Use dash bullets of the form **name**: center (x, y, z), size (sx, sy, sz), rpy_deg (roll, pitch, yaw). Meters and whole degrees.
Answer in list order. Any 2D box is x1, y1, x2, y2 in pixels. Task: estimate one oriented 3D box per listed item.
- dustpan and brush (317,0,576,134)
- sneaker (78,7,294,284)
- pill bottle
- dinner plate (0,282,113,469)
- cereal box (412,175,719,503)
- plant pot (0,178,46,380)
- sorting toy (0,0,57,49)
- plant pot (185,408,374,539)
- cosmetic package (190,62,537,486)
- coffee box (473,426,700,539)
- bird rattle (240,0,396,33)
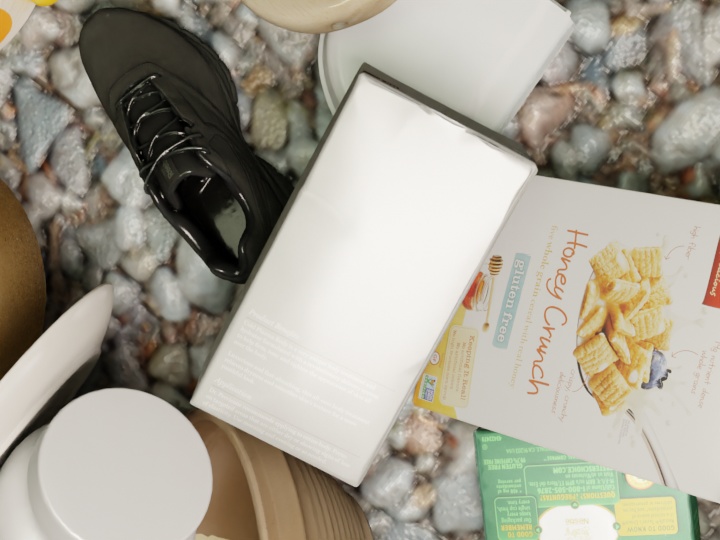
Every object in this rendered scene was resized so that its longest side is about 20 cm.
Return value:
- **dustpan and brush**: center (0.006, -0.143, 0.806), size (0.200, 0.057, 0.140), rpy_deg (35, 92, 3)
- **sneaker**: center (-0.103, -0.076, 0.816), size (0.076, 0.091, 0.200), rpy_deg (-41, 82, 17)
- **pill bottle**: center (-0.160, 0.152, 0.791), size (0.116, 0.116, 0.200), rpy_deg (49, 140, 7)
- **dinner plate**: center (-0.201, 0.091, 0.801), size (0.024, 0.200, 0.200), rpy_deg (40, 103, -1)
- **cereal box**: center (0.128, 0.028, 0.733), size (0.200, 0.039, 0.144), rpy_deg (12, 87, 42)
- **plant pot**: center (-0.302, 0.017, 0.750), size (0.186, 0.200, 0.187), rpy_deg (1, 93, 15)
- **sorting toy**: center (-0.261, -0.222, 0.800), size (0.106, 0.180, 0.201), rpy_deg (-8, 93, 16)
- **plant pot**: center (-0.050, 0.179, 0.798), size (0.092, 0.201, 0.202), rpy_deg (2, 96, -25)
- **cosmetic package**: center (0.000, 0.000, 0.742), size (0.107, 0.090, 0.200), rpy_deg (29, 99, -6)
- **coffee box**: center (0.136, 0.182, 0.795), size (0.122, 0.044, 0.201), rpy_deg (-7, 92, 16)
- **bird rattle**: center (-0.030, -0.211, 0.760), size (0.199, 0.113, 0.164), rpy_deg (-11, 75, 12)
